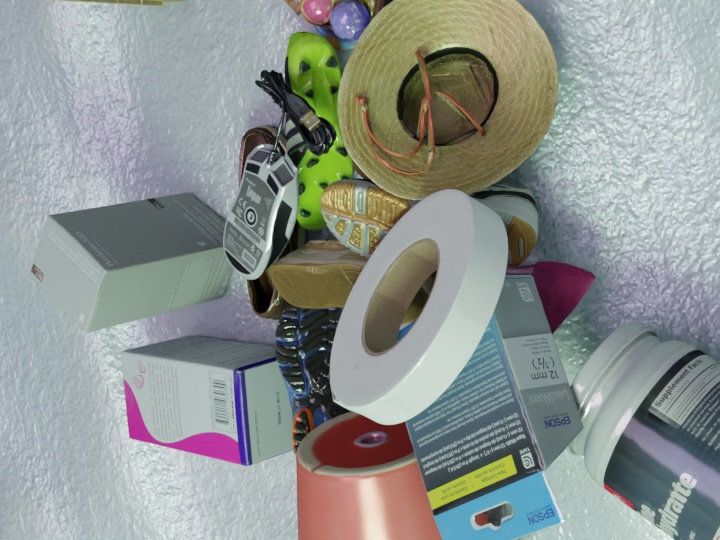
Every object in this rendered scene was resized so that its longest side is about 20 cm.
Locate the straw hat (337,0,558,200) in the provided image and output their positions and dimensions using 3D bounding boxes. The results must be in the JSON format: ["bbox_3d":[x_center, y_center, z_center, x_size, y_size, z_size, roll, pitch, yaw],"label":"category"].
[{"bbox_3d":[0.080,-0.153,1.169,0.200,0.085,0.202,-1,84,10],"label":"straw hat"}]

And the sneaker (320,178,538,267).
[{"bbox_3d":[0.065,-0.052,1.180,0.199,0.088,0.076,12,126,12],"label":"sneaker"}]

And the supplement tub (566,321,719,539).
[{"bbox_3d":[0.272,0.145,1.046,0.200,0.140,0.141,35,117,28],"label":"supplement tub"}]

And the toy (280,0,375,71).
[{"bbox_3d":[-0.030,-0.273,1.264,0.200,0.047,0.115,52,125,19],"label":"toy"}]

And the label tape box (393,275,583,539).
[{"bbox_3d":[0.107,0.123,1.069,0.143,0.066,0.201,-35,67,47],"label":"label tape box"}]

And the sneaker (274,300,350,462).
[{"bbox_3d":[-0.045,0.116,1.308,0.075,0.078,0.201,-3,79,1],"label":"sneaker"}]

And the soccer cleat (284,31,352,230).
[{"bbox_3d":[-0.046,-0.140,1.295,0.081,0.067,0.201,-121,28,-61],"label":"soccer cleat"}]

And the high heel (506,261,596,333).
[{"bbox_3d":[0.155,0.089,1.142,0.096,0.067,0.201,4,102,13],"label":"high heel"}]

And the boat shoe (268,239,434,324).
[{"bbox_3d":[0.000,0.000,1.244,0.200,0.069,0.074,9,134,41],"label":"boat shoe"}]

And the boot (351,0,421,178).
[{"bbox_3d":[0.019,-0.174,1.228,0.075,0.073,0.201,19,116,44],"label":"boot"}]

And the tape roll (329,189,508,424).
[{"bbox_3d":[0.044,0.029,1.062,0.203,0.037,0.203,-48,26,32],"label":"tape roll"}]

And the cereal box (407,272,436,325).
[{"bbox_3d":[0.109,0.092,1.225,0.143,0.039,0.201,14,106,34],"label":"cereal box"}]

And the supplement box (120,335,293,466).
[{"bbox_3d":[-0.155,0.134,1.382,0.200,0.103,0.102,5,103,42],"label":"supplement box"}]

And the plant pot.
[{"bbox_3d":[0.027,0.231,1.190,0.200,0.200,0.178,1,111,37],"label":"plant pot"}]

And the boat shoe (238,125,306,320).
[{"bbox_3d":[-0.097,-0.049,1.335,0.075,0.075,0.203,-11,91,38],"label":"boat shoe"}]

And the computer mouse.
[{"bbox_3d":[-0.083,-0.084,1.256,0.110,0.044,0.201,41,124,33],"label":"computer mouse"}]

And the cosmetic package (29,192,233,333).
[{"bbox_3d":[-0.234,-0.012,1.367,0.107,0.200,0.090,39,119,25],"label":"cosmetic package"}]

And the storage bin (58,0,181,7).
[{"bbox_3d":[-0.284,-0.382,1.349,0.094,0.198,0.201,22,111,51],"label":"storage bin"}]
